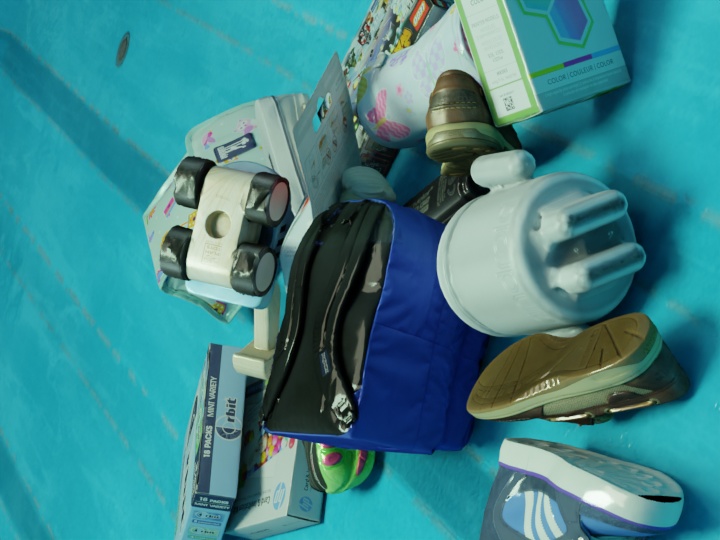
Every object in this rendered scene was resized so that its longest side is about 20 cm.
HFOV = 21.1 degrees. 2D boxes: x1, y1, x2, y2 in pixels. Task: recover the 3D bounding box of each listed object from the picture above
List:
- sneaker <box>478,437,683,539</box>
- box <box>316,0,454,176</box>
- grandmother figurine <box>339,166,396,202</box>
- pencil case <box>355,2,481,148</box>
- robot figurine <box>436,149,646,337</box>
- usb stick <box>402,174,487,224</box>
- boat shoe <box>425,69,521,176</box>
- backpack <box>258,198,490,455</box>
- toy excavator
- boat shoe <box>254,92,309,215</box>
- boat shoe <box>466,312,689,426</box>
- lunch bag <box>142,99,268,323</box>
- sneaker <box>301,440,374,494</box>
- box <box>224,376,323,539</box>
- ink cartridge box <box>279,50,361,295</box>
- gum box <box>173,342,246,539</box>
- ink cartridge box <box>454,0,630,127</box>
[{"bbox_3d":[0.150,0.205,1.353,0.200,0.080,0.148,14,97,63],"label":"sneaker"},{"bbox_3d":[0.027,-0.200,1.896,0.201,0.040,0.137,-63,27,24],"label":"box"},{"bbox_3d":[0.000,0.000,1.733,0.121,0.060,0.201,139,136,-62],"label":"grandmother figurine"},{"bbox_3d":[0.073,-0.178,1.729,0.200,0.083,0.091,-27,74,58],"label":"pencil case"},{"bbox_3d":[0.131,-0.011,1.465,0.200,0.112,0.171,-18,89,62],"label":"robot figurine"},{"bbox_3d":[0.055,-0.044,1.752,0.200,0.032,0.056,-40,35,52],"label":"usb stick"},{"bbox_3d":[0.094,-0.117,1.574,0.200,0.071,0.068,28,-123,-77],"label":"boat shoe"},{"bbox_3d":[0.019,0.048,1.600,0.162,0.167,0.202,-3,76,52],"label":"backpack"},{"bbox_3d":[-0.101,0.001,1.801,0.099,0.200,0.196,12,89,22],"label":"toy excavator"},{"bbox_3d":[-0.052,-0.087,1.959,0.072,0.065,0.201,108,147,-68],"label":"boat shoe"},{"bbox_3d":[0.157,0.087,1.401,0.200,0.072,0.072,-23,31,49],"label":"boat shoe"},{"bbox_3d":[-0.141,-0.075,2.090,0.200,0.121,0.171,-54,28,20],"label":"lunch bag"},{"bbox_3d":[-0.029,0.113,1.786,0.084,0.076,0.201,-44,34,52],"label":"sneaker"},{"bbox_3d":[-0.076,0.156,1.902,0.156,0.041,0.201,-26,54,60],"label":"box"},{"bbox_3d":[-0.041,-0.077,1.773,0.160,0.047,0.201,-66,-30,-54],"label":"ink cartridge box"},{"bbox_3d":[-0.154,0.199,1.965,0.200,0.044,0.171,109,167,-54],"label":"gum box"},{"bbox_3d":[0.127,-0.222,1.501,0.059,0.103,0.201,-17,92,52],"label":"ink cartridge box"}]
